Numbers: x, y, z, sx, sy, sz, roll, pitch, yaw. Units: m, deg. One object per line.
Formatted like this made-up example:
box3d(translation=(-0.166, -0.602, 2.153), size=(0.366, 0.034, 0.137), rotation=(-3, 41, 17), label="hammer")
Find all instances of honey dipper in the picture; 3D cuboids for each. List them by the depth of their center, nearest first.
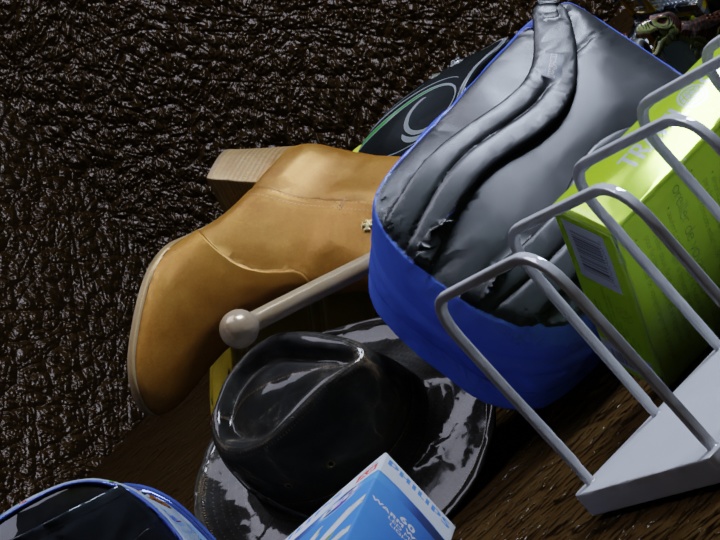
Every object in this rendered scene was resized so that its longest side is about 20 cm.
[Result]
box3d(translation=(0.000, 0.000, 1.469), size=(0.200, 0.038, 0.038), rotation=(-27, -5, -34), label="honey dipper")

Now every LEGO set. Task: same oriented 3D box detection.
box3d(translation=(0.215, -0.173, 1.698), size=(0.200, 0.116, 0.154), rotation=(2, 58, 49), label="LEGO set")

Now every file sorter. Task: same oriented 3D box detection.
box3d(translation=(0.153, -0.012, 1.096), size=(0.200, 0.125, 0.139), rotation=(-43, 5, -21), label="file sorter")

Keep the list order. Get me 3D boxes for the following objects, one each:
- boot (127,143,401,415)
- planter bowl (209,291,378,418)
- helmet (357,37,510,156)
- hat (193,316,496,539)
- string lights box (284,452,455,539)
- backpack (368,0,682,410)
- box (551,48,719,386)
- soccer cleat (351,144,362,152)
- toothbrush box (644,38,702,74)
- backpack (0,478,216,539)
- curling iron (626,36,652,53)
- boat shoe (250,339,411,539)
box3d(translation=(-0.048, 0.005, 1.537), size=(0.144, 0.071, 0.201), rotation=(6, 59, 28), label="boot")
box3d(translation=(-0.050, 0.069, 1.623), size=(0.083, 0.201, 0.200), rotation=(2, -7, -13), label="planter bowl")
box3d(translation=(0.080, -0.040, 1.676), size=(0.200, 0.200, 0.191), rotation=(-45, 2, -38), label="helmet")
box3d(translation=(-0.024, 0.079, 1.441), size=(0.200, 0.081, 0.201), rotation=(-20, 41, 18), label="hat")
box3d(translation=(-0.017, 0.169, 1.252), size=(0.103, 0.059, 0.200), rotation=(-42, 4, 14), label="string lights box")
box3d(translation=(0.105, -0.016, 1.416), size=(0.200, 0.162, 0.168), rotation=(-44, -24, -30), label="backpack")
box3d(translation=(0.188, -0.050, 1.245), size=(0.200, 0.122, 0.048), rotation=(-44, 47, -19), label="box")
box3d(translation=(-0.010, 0.007, 1.761), size=(0.084, 0.065, 0.200), rotation=(9, -83, -71), label="soccer cleat")
box3d(translation=(0.277, -0.168, 1.857), size=(0.200, 0.085, 0.146), rotation=(-43, 5, 10), label="toothbrush box")
box3d(translation=(-0.150, 0.209, 1.358), size=(0.190, 0.200, 0.154), rotation=(-38, -8, 11), label="backpack")
box3d(translation=(0.169, -0.063, 1.588), size=(0.026, 0.050, 0.200), rotation=(-5, 56, 18), label="curling iron")
box3d(translation=(0.019, 0.112, 1.500), size=(0.199, 0.074, 0.066), rotation=(-52, -38, -17), label="boat shoe")
